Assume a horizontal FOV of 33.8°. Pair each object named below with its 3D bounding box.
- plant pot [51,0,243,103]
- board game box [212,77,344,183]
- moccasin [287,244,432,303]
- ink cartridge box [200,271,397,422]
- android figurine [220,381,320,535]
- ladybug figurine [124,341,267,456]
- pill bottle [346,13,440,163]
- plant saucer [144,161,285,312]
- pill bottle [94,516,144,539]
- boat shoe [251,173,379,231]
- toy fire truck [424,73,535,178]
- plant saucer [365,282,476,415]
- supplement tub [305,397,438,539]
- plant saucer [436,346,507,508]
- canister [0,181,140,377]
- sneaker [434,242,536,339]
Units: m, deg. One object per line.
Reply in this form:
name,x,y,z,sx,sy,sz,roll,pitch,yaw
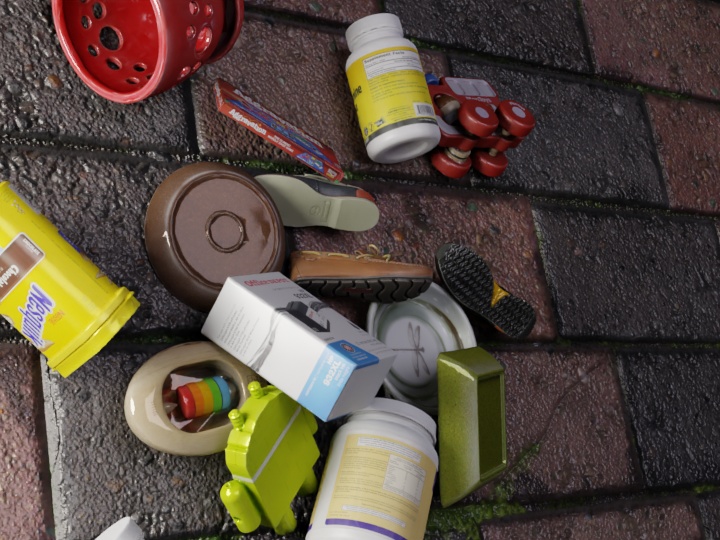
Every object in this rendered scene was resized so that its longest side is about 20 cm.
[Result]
plant pot,-0.266,-0.335,1.519,0.202,0.200,0.182,57,41,-3
board game box,-0.114,-0.194,1.647,0.199,0.020,0.103,30,16,-24
moccasin,0.000,0.001,1.627,0.199,0.074,0.078,-1,56,-1
ink cartridge box,-0.074,0.089,1.462,0.199,0.084,0.145,33,14,18
android figurine,-0.108,0.224,1.440,0.183,0.041,0.201,-57,140,-37
ladybug figurine,-0.200,0.158,1.434,0.198,0.072,0.137,-6,76,-39
pill bottle,0.042,-0.272,1.768,0.111,0.112,0.202,-4,73,-38
plant saucer,-0.180,-0.047,1.539,0.198,0.034,0.203,7,77,-29
pill bottle,-0.221,0.373,1.300,0.201,0.112,0.112,51,49,-9
boat shoe,-0.070,-0.101,1.652,0.198,0.072,0.063,9,28,-20
toy fire truck,0.166,-0.244,1.880,0.198,0.113,0.169,-4,50,-39
plant saucer,0.078,0.111,1.684,0.198,0.050,0.202,16,61,-32
supplement tub,0.020,0.280,1.504,0.145,0.145,0.202,31,56,-23
plant saucer,0.158,0.208,1.613,0.200,0.047,0.202,1,87,-68
canister,-0.361,0.011,1.326,0.200,0.148,0.087,45,51,-10
sneaker,0.171,0.030,1.770,0.200,0.090,0.070,40,80,-23
